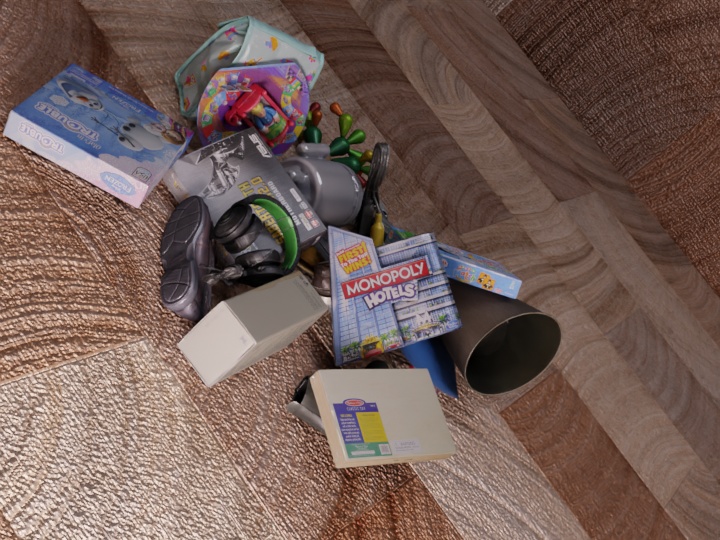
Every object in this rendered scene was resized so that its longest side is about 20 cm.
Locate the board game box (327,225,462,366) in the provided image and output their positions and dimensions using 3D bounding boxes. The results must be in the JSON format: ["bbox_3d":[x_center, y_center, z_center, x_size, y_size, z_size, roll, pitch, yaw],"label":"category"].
[{"bbox_3d":[0.030,0.017,1.633,0.062,0.200,0.200,140,-67,-86],"label":"board game box"}]

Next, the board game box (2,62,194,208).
[{"bbox_3d":[-0.350,-0.188,1.521,0.200,0.043,0.199,29,31,-5],"label":"board game box"}]

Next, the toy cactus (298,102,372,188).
[{"bbox_3d":[-0.057,-0.210,1.986,0.200,0.102,0.165,48,51,9],"label":"toy cactus"}]

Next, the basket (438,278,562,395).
[{"bbox_3d":[0.200,0.093,1.830,0.200,0.180,0.136,42,-27,55],"label":"basket"}]

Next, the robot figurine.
[{"bbox_3d":[-0.073,-0.125,1.815,0.200,0.113,0.170,2,89,-55],"label":"robot figurine"}]

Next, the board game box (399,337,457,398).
[{"bbox_3d":[0.087,0.135,1.796,0.158,0.039,0.200,43,17,-15],"label":"board game box"}]

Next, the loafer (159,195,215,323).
[{"bbox_3d":[-0.229,-0.013,1.511,0.063,0.072,0.200,50,28,-41],"label":"loafer"}]

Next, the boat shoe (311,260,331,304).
[{"bbox_3d":[0.000,0.000,1.738,0.072,0.060,0.200,22,27,39],"label":"boat shoe"}]

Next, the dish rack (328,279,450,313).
[{"bbox_3d":[0.043,0.045,1.774,0.171,0.044,0.200,11,24,15],"label":"dish rack"}]

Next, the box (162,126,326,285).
[{"bbox_3d":[-0.170,-0.097,1.634,0.158,0.048,0.200,-28,77,-32],"label":"box"}]

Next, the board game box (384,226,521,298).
[{"bbox_3d":[0.147,-0.014,1.813,0.200,0.037,0.151,19,9,-12],"label":"board game box"}]

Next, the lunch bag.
[{"bbox_3d":[-0.178,-0.317,1.816,0.170,0.200,0.122,21,38,-40],"label":"lunch bag"}]

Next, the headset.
[{"bbox_3d":[-0.143,-0.032,1.509,0.200,0.094,0.124,-40,107,-48],"label":"headset"}]

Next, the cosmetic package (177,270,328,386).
[{"bbox_3d":[-0.138,0.074,1.479,0.073,0.104,0.200,52,26,8],"label":"cosmetic package"}]

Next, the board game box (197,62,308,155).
[{"bbox_3d":[-0.158,-0.241,1.754,0.200,0.158,0.039,-11,34,-32],"label":"board game box"}]

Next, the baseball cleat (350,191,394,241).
[{"bbox_3d":[0.041,-0.073,1.964,0.200,0.070,0.106,50,28,1],"label":"baseball cleat"}]

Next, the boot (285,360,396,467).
[{"bbox_3d":[-0.023,0.164,1.568,0.138,0.077,0.200,36,28,-13],"label":"boot"}]

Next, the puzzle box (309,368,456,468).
[{"bbox_3d":[0.032,0.197,1.518,0.200,0.025,0.133,4,57,-39],"label":"puzzle box"}]

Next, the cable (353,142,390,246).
[{"bbox_3d":[0.027,-0.120,1.859,0.050,0.200,0.097,8,18,-14],"label":"cable"}]

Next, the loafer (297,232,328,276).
[{"bbox_3d":[-0.104,-0.048,1.722,0.200,0.073,0.072,28,38,-32],"label":"loafer"}]
